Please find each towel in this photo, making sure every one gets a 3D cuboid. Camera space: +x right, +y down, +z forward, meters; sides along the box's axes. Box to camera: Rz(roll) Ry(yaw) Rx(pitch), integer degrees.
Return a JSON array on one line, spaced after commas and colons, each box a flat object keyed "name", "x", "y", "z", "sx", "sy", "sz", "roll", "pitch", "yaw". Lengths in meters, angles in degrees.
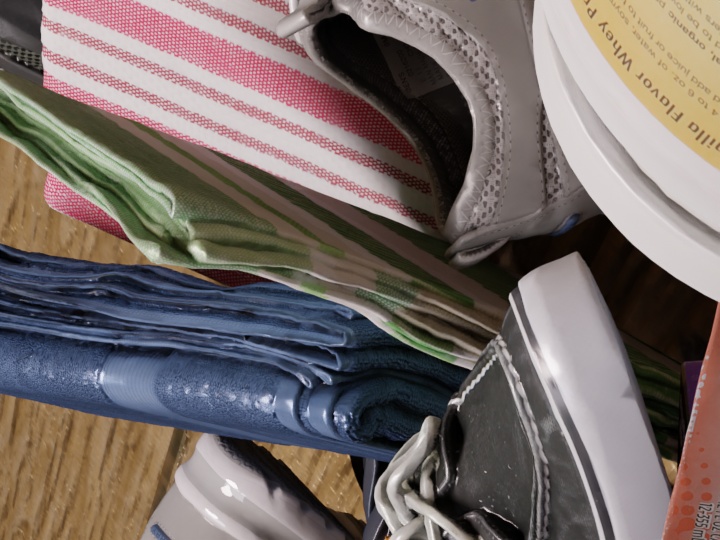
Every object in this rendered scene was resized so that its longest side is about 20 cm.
[{"name": "towel", "x": -0.041, "y": 0.027, "z": 0.965, "sx": 0.199, "sy": 0.111, "sz": 0.049, "roll": 5, "pitch": 81, "yaw": 42}, {"name": "towel", "x": 0.000, "y": 0.000, "z": 0.842, "sx": 0.199, "sy": 0.024, "sz": 0.152, "roll": 20, "pitch": -173, "yaw": -31}, {"name": "towel", "x": -0.031, "y": -0.057, "z": 0.942, "sx": 0.146, "sy": 0.030, "sz": 0.200, "roll": 24, "pitch": 146, "yaw": 10}]

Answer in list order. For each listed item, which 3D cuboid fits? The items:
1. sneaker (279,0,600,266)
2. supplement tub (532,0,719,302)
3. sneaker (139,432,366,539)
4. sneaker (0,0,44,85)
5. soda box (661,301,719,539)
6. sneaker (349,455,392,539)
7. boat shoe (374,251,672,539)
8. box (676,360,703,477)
[{"name": "sneaker", "x": 0.007, "y": -0.094, "z": 0.793, "sx": 0.200, "sy": 0.082, "sz": 0.075, "roll": 56, "pitch": 157, "yaw": 10}, {"name": "supplement tub", "x": 0.108, "y": -0.085, "z": 0.518, "sx": 0.145, "sy": 0.144, "sz": 0.200, "roll": 54, "pitch": 157, "yaw": 16}, {"name": "sneaker", "x": -0.020, "y": 0.130, "z": 1.091, "sx": 0.200, "sy": 0.082, "sz": 0.075, "roll": 43, "pitch": -179, "yaw": -42}, {"name": "sneaker", "x": -0.078, "y": -0.087, "z": 1.036, "sx": 0.199, "sy": 0.077, "sz": 0.114, "roll": -10, "pitch": 139, "yaw": 46}, {"name": "soda box", "x": 0.104, "y": 0.034, "z": 0.612, "sx": 0.068, "sy": 0.201, "sz": 0.064, "roll": 7, "pitch": 137, "yaw": 14}, {"name": "sneaker", "x": 0.032, "y": 0.088, "z": 0.993, "sx": 0.200, "sy": 0.079, "sz": 0.079, "roll": 18, "pitch": 134, "yaw": 62}, {"name": "boat shoe", "x": 0.039, "y": 0.064, "z": 0.772, "sx": 0.200, "sy": 0.068, "sz": 0.074, "roll": 84, "pitch": 168, "yaw": -66}, {"name": "box", "x": 0.101, "y": 0.141, "z": 0.734, "sx": 0.137, "sy": 0.039, "sz": 0.201, "roll": 85, "pitch": -176, "yaw": -47}]
